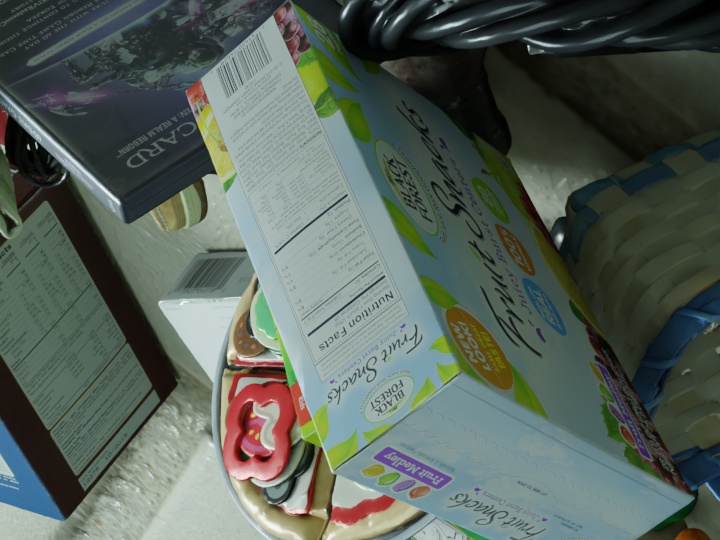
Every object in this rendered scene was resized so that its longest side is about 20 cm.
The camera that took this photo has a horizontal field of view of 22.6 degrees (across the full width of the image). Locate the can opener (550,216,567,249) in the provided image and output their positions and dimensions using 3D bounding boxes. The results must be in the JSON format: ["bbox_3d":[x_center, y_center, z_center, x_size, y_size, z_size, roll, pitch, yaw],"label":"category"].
[{"bbox_3d":[0.091,0.051,0.966,0.079,0.063,0.200,27,145,17],"label":"can opener"}]

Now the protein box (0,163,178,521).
[{"bbox_3d":[-0.269,0.037,1.218,0.198,0.135,0.200,9,137,36],"label":"protein box"}]

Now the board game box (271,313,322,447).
[{"bbox_3d":[0.000,0.000,0.841,0.048,0.200,0.102,-35,140,23],"label":"board game box"}]

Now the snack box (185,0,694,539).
[{"bbox_3d":[0.030,0.009,0.721,0.068,0.200,0.169,-40,138,18],"label":"snack box"}]

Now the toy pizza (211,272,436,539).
[{"bbox_3d":[-0.009,0.053,0.954,0.200,0.200,0.032,4,166,40],"label":"toy pizza"}]

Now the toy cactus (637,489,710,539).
[{"bbox_3d":[0.188,0.152,0.993,0.200,0.102,0.165,55,162,-28],"label":"toy cactus"}]

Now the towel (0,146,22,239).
[{"bbox_3d":[-0.225,-0.107,0.885,0.193,0.035,0.200,63,178,-16],"label":"towel"}]

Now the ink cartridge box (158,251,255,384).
[{"bbox_3d":[-0.028,0.076,1.120,0.109,0.050,0.200,-2,131,43],"label":"ink cartridge box"}]

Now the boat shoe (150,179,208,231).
[{"bbox_3d":[-0.152,-0.097,0.990,0.072,0.076,0.200,32,151,57],"label":"boat shoe"}]

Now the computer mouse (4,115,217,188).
[{"bbox_3d":[-0.090,-0.101,0.919,0.200,0.046,0.140,-1,145,4],"label":"computer mouse"}]

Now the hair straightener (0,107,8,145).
[{"bbox_3d":[-0.214,-0.140,0.996,0.041,0.077,0.200,-9,161,6],"label":"hair straightener"}]

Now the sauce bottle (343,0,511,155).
[{"bbox_3d":[0.021,-0.131,0.812,0.065,0.065,0.200,10,137,35],"label":"sauce bottle"}]

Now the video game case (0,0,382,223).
[{"bbox_3d":[-0.105,-0.113,0.824,0.200,0.143,0.019,41,155,35],"label":"video game case"}]

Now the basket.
[{"bbox_3d":[0.175,0.047,0.795,0.200,0.139,0.176,57,156,29],"label":"basket"}]

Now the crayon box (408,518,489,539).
[{"bbox_3d":[0.049,0.153,1.026,0.172,0.058,0.200,18,143,39],"label":"crayon box"}]

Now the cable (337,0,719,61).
[{"bbox_3d":[0.088,-0.108,0.701,0.200,0.163,0.051,8,101,50],"label":"cable"}]
